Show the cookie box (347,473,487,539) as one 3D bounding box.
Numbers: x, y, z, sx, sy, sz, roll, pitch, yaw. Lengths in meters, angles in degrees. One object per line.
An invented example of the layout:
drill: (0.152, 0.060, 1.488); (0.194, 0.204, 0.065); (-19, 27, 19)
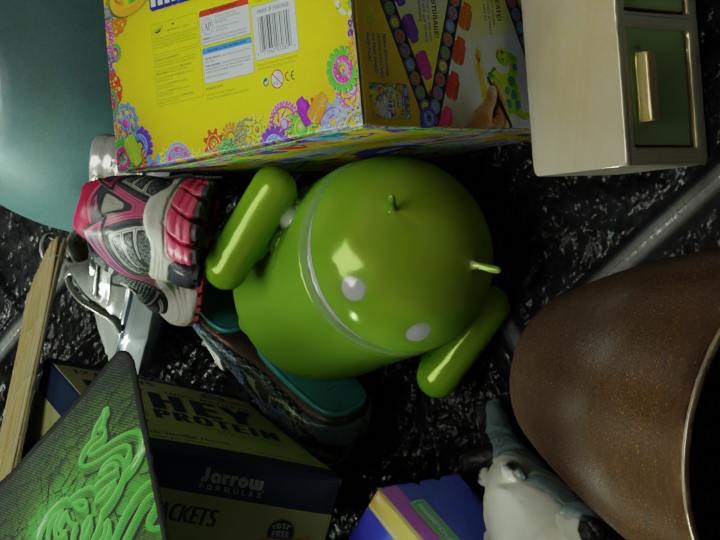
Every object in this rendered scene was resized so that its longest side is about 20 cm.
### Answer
cookie box: (0.040, 0.248, 1.070); (0.171, 0.075, 0.200); (47, 122, 30)

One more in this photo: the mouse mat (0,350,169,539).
mouse mat: (-0.162, 0.158, 1.013); (0.200, 0.008, 0.161); (-45, 47, 37)

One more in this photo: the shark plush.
shark plush: (0.108, 0.145, 1.031); (0.200, 0.083, 0.091); (38, 118, 58)

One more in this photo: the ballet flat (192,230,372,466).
ballet flat: (-0.067, 0.054, 1.214); (0.200, 0.074, 0.074); (49, 125, 35)

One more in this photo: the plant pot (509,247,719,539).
plant pot: (0.169, 0.067, 0.920); (0.200, 0.187, 0.187); (12, 101, 60)

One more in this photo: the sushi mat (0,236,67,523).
sushi mat: (-0.216, 0.083, 1.175); (0.096, 0.012, 0.200); (128, 152, -59)

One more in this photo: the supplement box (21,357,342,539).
supplement box: (-0.130, 0.180, 1.111); (0.200, 0.134, 0.200); (27, 102, 65)

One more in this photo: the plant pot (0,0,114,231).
plant pot: (-0.224, -0.121, 1.304); (0.200, 0.135, 0.200); (5, 96, 45)

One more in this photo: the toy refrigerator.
toy refrigerator: (0.134, -0.153, 0.990); (0.070, 0.076, 0.200); (-4, 90, 45)

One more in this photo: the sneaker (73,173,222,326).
sneaker: (-0.126, -0.020, 1.121); (0.200, 0.075, 0.081); (104, 177, -76)

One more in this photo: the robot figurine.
robot figurine: (0.000, 0.000, 1.084); (0.200, 0.175, 0.116); (-24, 40, 59)

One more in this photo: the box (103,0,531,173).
box: (-0.007, -0.124, 1.049); (0.200, 0.193, 0.122); (-7, 87, 44)

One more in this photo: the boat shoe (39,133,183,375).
boat shoe: (-0.173, -0.010, 1.259); (0.086, 0.075, 0.202); (15, 134, 4)
